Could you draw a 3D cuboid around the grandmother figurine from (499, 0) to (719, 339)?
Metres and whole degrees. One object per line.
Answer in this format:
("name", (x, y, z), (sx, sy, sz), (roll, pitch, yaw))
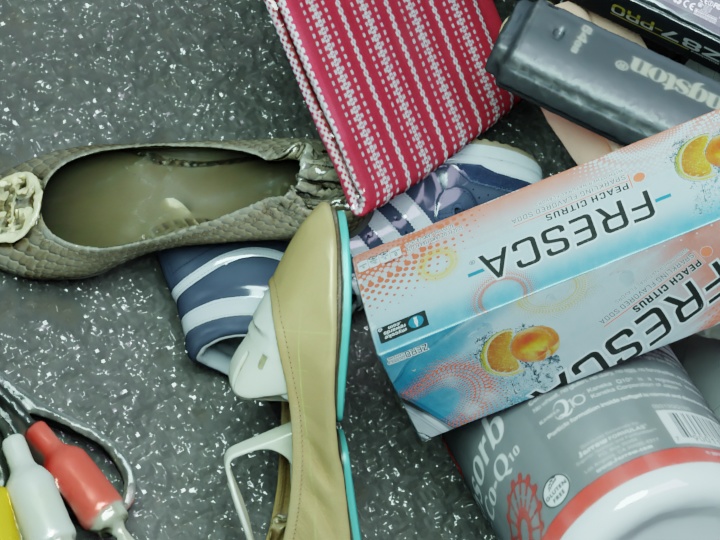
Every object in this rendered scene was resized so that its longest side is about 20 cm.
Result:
("grandmother figurine", (0.135, -0.047, 1.398), (0.121, 0.061, 0.201), (-30, 60, 0))

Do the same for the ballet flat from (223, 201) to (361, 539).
("ballet flat", (-0.031, 0.069, 1.335), (0.063, 0.069, 0.201), (-4, 107, -4))

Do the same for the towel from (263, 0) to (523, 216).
("towel", (0.013, -0.119, 1.386), (0.200, 0.022, 0.145), (-38, 106, -59))

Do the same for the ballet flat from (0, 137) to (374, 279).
("ballet flat", (-0.091, -0.034, 1.366), (0.199, 0.046, 0.068), (-2, 70, 13))

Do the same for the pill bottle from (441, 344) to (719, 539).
("pill bottle", (0.102, 0.078, 1.362), (0.115, 0.116, 0.200), (-3, 37, -22))

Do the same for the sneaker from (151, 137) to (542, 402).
("sneaker", (0.000, 0.000, 1.420), (0.199, 0.070, 0.109), (-5, 64, -15))

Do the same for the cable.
("cable", (-0.166, 0.058, 1.344), (0.097, 0.050, 0.201), (-23, 78, -29))

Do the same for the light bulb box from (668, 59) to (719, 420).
("light bulb box", (0.257, -0.004, 1.489), (0.199, 0.125, 0.199), (7, 64, -18))

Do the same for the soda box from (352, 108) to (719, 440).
("soda box", (0.101, -0.001, 1.306), (0.199, 0.064, 0.069), (-22, 43, 7))

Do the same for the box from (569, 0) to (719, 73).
("box", (0.160, -0.190, 1.410), (0.199, 0.049, 0.162), (25, 79, 6))

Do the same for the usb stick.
("usb stick", (0.155, -0.068, 1.365), (0.199, 0.033, 0.056), (25, 53, 4))
